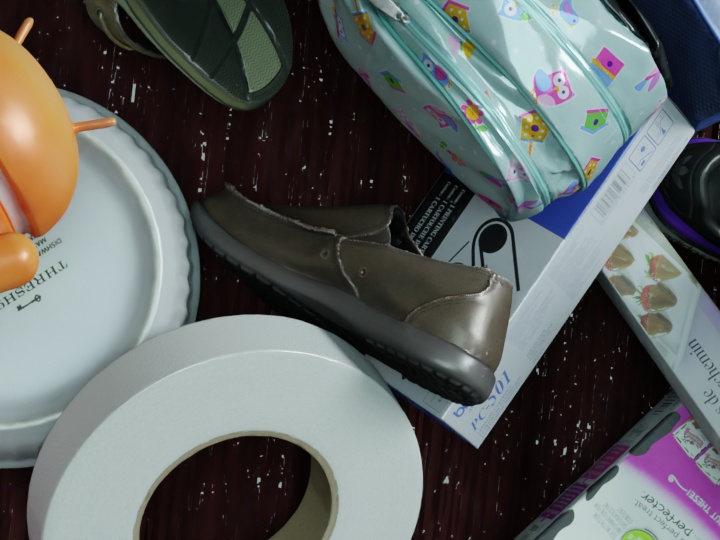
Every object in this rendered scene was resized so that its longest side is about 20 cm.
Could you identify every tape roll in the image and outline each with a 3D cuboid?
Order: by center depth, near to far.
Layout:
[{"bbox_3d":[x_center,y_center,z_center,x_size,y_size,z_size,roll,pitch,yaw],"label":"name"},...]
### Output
[{"bbox_3d":[-0.066,0.117,1.119,0.201,0.037,0.204,-11,123,-17],"label":"tape roll"}]

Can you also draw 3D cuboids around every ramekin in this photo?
[{"bbox_3d":[-0.179,0.001,1.132,0.199,0.105,0.202,0,88,-5],"label":"ramekin"}]

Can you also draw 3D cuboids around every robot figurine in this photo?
[{"bbox_3d":[-0.211,-0.036,1.016,0.199,0.144,0.117,-35,106,-12],"label":"robot figurine"}]

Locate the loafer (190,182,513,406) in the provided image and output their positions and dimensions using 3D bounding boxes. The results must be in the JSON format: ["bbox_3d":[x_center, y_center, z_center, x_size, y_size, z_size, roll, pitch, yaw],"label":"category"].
[{"bbox_3d":[0.000,0.000,1.136,0.199,0.073,0.071,28,78,30],"label":"loafer"}]

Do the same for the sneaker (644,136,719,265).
[{"bbox_3d":[0.244,-0.015,1.176,0.199,0.100,0.070,20,86,-8],"label":"sneaker"}]

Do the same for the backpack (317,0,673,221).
[{"bbox_3d":[0.057,-0.125,1.101,0.127,0.167,0.200,-44,77,3],"label":"backpack"}]

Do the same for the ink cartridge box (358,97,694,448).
[{"bbox_3d":[0.077,-0.018,1.162,0.094,0.044,0.201,31,84,40],"label":"ink cartridge box"}]

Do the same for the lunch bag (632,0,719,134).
[{"bbox_3d":[0.178,-0.187,1.158,0.132,0.136,0.201,-32,93,-16],"label":"lunch bag"}]

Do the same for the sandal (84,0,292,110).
[{"bbox_3d":[-0.116,-0.153,1.171,0.201,0.057,0.080,39,54,14],"label":"sandal"}]

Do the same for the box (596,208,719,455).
[{"bbox_3d":[0.169,0.037,1.150,0.039,0.041,0.201,-32,59,-1],"label":"box"}]

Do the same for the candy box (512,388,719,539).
[{"bbox_3d":[0.165,0.159,1.181,0.200,0.061,0.137,-41,91,-7],"label":"candy box"}]
